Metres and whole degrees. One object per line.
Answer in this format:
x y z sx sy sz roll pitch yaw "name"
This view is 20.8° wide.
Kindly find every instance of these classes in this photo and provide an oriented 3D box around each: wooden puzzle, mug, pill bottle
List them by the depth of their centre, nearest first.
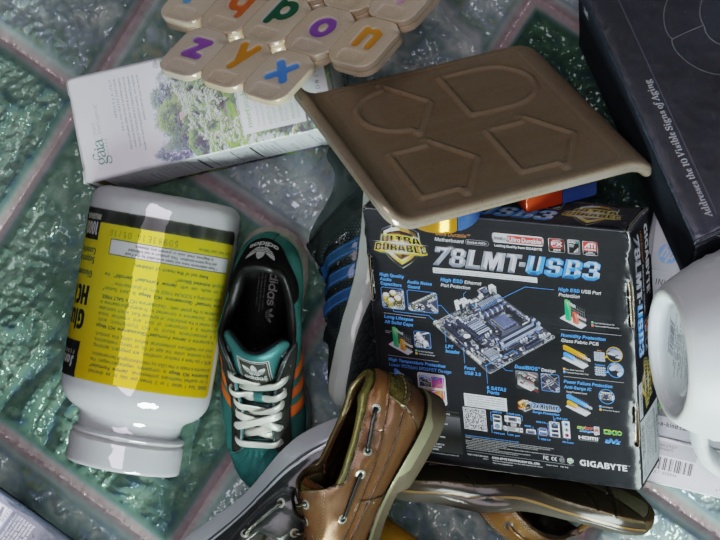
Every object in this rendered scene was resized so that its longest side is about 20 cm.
0.284 0.067 1.309 0.174 0.148 0.201 -5 131 -9 "mug"
0.073 -0.085 1.347 0.198 0.186 0.047 -11 125 -18 "wooden puzzle"
-0.158 0.045 1.437 0.111 0.112 0.202 10 90 9 "pill bottle"

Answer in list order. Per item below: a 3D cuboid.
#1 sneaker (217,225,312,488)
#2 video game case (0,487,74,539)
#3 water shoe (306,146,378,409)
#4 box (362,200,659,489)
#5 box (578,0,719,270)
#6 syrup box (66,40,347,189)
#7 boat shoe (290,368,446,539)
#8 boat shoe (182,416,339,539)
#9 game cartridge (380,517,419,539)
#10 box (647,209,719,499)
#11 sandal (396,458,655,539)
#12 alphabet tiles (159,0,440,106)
-0.075 0.072 1.426 0.071 0.080 0.202 3 104 9 "sneaker"
-0.232 0.274 1.453 0.199 0.019 0.143 36 80 -6 "video game case"
0.000 0.000 1.447 0.079 0.071 0.202 18 99 42 "water shoe"
0.105 0.046 1.366 0.198 0.050 0.200 5 115 25 "box"
0.276 -0.129 1.349 0.195 0.124 0.201 -22 76 0 "box"
-0.109 -0.119 1.450 0.198 0.081 0.079 -12 85 9 "syrup box"
-0.018 0.161 1.371 0.068 0.072 0.201 26 90 -24 "boat shoe"
-0.057 0.186 1.435 0.200 0.069 0.057 -41 48 12 "boat shoe"
0.003 0.268 1.367 0.177 0.032 0.200 -51 38 -10 "game cartridge"
0.267 0.062 1.408 0.154 0.041 0.202 12 91 9 "box"
0.112 0.170 1.413 0.198 0.082 0.055 4 108 10 "sandal"
-0.045 -0.191 1.409 0.199 0.015 0.196 18 56 34 "alphabet tiles"
